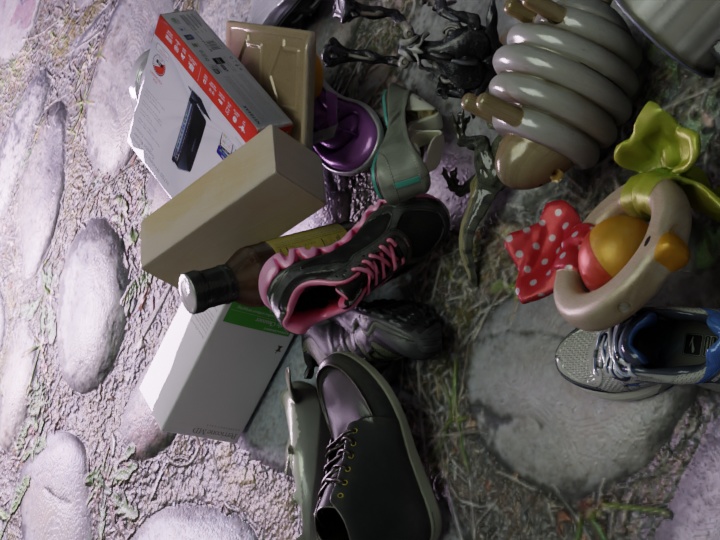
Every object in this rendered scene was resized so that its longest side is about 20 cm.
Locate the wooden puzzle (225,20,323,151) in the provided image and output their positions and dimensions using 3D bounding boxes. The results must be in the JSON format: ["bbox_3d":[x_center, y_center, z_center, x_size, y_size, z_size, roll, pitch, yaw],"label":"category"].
[{"bbox_3d":[-0.092,-0.171,1.346,0.199,0.046,0.188,23,114,55],"label":"wooden puzzle"}]

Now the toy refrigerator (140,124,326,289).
[{"bbox_3d":[-0.133,-0.061,1.259,0.199,0.076,0.071,-32,47,30],"label":"toy refrigerator"}]

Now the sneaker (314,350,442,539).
[{"bbox_3d":[-0.010,0.167,1.118,0.075,0.105,0.202,-50,60,44],"label":"sneaker"}]

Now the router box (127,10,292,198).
[{"bbox_3d":[-0.170,-0.151,1.352,0.200,0.048,0.181,49,135,27],"label":"router box"}]

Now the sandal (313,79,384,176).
[{"bbox_3d":[-0.045,-0.164,1.354,0.202,0.049,0.083,42,112,48],"label":"sandal"}]

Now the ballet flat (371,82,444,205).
[{"bbox_3d":[0.052,-0.128,1.190,0.063,0.068,0.201,-15,30,16],"label":"ballet flat"}]

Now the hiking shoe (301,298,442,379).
[{"bbox_3d":[0.011,0.079,1.206,0.199,0.075,0.102,9,102,53],"label":"hiking shoe"}]

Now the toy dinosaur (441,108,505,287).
[{"bbox_3d":[0.113,-0.095,1.145,0.088,0.047,0.202,37,110,43],"label":"toy dinosaur"}]

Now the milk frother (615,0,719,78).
[{"bbox_3d":[0.268,-0.237,0.877,0.189,0.198,0.182,-50,49,29],"label":"milk frother"}]

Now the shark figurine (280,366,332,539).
[{"bbox_3d":[-0.034,0.180,1.216,0.129,0.088,0.217,98,167,-52],"label":"shark figurine"}]

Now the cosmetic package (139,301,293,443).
[{"bbox_3d":[-0.150,0.081,1.359,0.085,0.107,0.202,46,115,48],"label":"cosmetic package"}]

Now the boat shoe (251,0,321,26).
[{"bbox_3d":[-0.079,-0.316,1.432,0.200,0.070,0.073,-175,85,-71],"label":"boat shoe"}]

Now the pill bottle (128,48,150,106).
[{"bbox_3d":[-0.200,-0.217,1.508,0.199,0.115,0.118,20,94,51],"label":"pill bottle"}]

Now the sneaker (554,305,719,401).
[{"bbox_3d":[0.217,0.054,0.935,0.199,0.084,0.078,-11,70,49],"label":"sneaker"}]

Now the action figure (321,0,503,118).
[{"bbox_3d":[0.068,-0.221,1.181,0.102,0.197,0.120,-68,-11,-58],"label":"action figure"}]

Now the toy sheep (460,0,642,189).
[{"bbox_3d":[0.168,-0.161,1.029,0.137,0.137,0.202,30,96,50],"label":"toy sheep"}]

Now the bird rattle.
[{"bbox_3d":[0.189,-0.024,0.940,0.199,0.113,0.164,-34,23,30],"label":"bird rattle"}]

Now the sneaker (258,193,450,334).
[{"bbox_3d":[0.000,0.000,1.156,0.198,0.080,0.096,-29,26,4],"label":"sneaker"}]

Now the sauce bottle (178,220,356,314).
[{"bbox_3d":[-0.086,0.000,1.232,0.065,0.198,0.066,33,130,50],"label":"sauce bottle"}]
